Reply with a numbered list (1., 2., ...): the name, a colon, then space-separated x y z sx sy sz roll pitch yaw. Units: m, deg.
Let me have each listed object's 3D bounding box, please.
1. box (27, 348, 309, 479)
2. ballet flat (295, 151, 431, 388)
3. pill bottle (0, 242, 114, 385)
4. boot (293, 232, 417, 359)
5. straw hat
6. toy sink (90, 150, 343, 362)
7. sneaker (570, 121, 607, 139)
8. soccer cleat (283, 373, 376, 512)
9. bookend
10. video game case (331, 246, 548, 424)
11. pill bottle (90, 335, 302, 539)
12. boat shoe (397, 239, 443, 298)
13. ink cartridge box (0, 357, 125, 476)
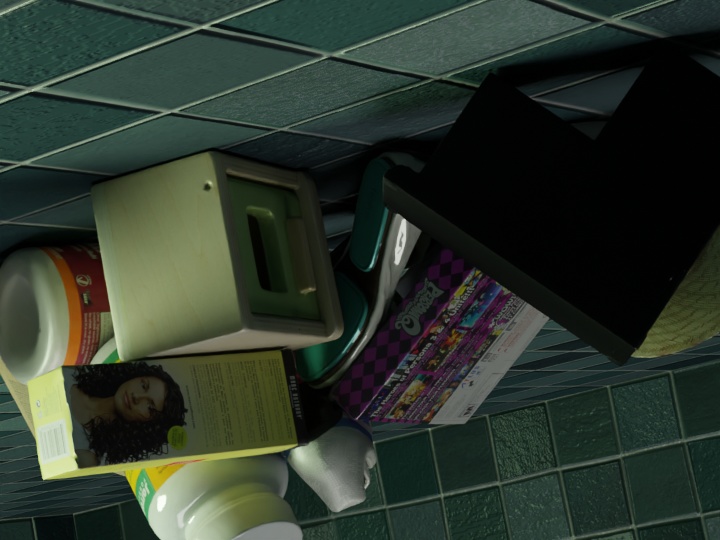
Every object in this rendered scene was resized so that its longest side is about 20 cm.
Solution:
1. box: -0.131 0.100 1.515 0.200 0.075 0.050 -4 169 -41
2. ballet flat: 0.014 0.004 1.602 0.069 0.069 0.200 -2 124 -41
3. pill bottle: -0.183 0.031 1.730 0.200 0.110 0.109 -4 169 -36
4. boot: 0.000 0.000 1.701 0.187 0.064 0.200 -51 -175 -15
5. straw hat: 0.234 -0.038 1.723 0.201 0.201 0.085 -17 137 33
6. toy sink: -0.089 -0.003 1.572 0.112 0.131 0.200 -15 169 23
7. sneaker: 0.225 -0.069 1.633 0.199 0.082 0.074 -8 155 -15
8. soccer cleat: -0.024 0.125 1.670 0.070 0.086 0.200 -26 -167 10
9. bookend: 0.150 -0.076 1.437 0.200 0.199 0.092 33 172 5
10. video game case: 0.088 0.032 1.645 0.200 0.036 0.181 -53 154 16
11. pill bottle: -0.123 0.139 1.636 0.113 0.200 0.113 -22 146 -16
12. boat shoe: 0.083 -0.015 1.713 0.200 0.070 0.066 -61 175 35
13. ink cartridge box: -0.203 0.113 1.887 0.200 0.075 0.165 16 148 20
